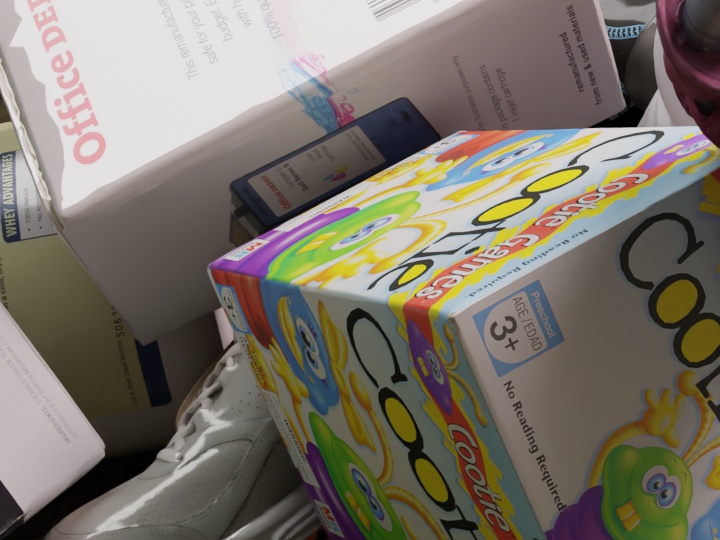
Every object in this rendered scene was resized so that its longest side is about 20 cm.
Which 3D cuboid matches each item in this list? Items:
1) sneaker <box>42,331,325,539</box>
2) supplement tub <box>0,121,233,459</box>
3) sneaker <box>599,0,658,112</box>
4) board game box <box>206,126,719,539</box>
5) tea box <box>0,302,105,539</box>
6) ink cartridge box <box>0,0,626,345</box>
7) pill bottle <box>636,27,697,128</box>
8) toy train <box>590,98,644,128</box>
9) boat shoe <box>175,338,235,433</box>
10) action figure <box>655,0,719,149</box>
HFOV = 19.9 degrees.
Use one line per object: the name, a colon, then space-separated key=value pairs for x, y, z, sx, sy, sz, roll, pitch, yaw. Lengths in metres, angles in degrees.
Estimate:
sneaker: x=-0.029 y=0.040 z=0.703 sx=0.200 sy=0.092 sz=0.076 roll=-29 pitch=13 yaw=-16
supplement tub: x=-0.157 y=0.014 z=0.849 sx=0.199 sy=0.146 sz=0.145 roll=-10 pitch=12 yaw=0
sneaker: x=0.156 y=-0.125 z=0.904 sx=0.082 sy=0.073 sz=0.200 roll=31 pitch=31 yaw=24
board game box: x=0.047 y=0.027 z=0.582 sx=0.103 sy=0.105 sz=0.200 roll=-28 pitch=12 yaw=-17
tea box: x=-0.229 y=0.090 z=0.672 sx=0.200 sy=0.134 sz=0.197 roll=-35 pitch=1 yaw=40
ink cartridge box: x=-0.027 y=-0.087 z=0.742 sx=0.199 sy=0.088 sz=0.146 roll=-26 pitch=51 yaw=0
pill bottle: x=0.163 y=-0.089 z=0.666 sx=0.112 sy=0.112 sz=0.200 roll=-33 pitch=-20 yaw=-36
toy train: x=0.099 y=-0.068 z=0.964 sx=0.114 sy=0.085 sz=0.200 roll=-25 pitch=7 yaw=46
boat shoe: x=0.000 y=0.000 z=0.772 sx=0.200 sy=0.065 sz=0.072 roll=-42 pitch=39 yaw=-3
action figure: x=0.123 y=-0.023 z=0.448 sx=0.134 sy=0.149 sz=0.200 roll=1 pitch=34 yaw=-30
